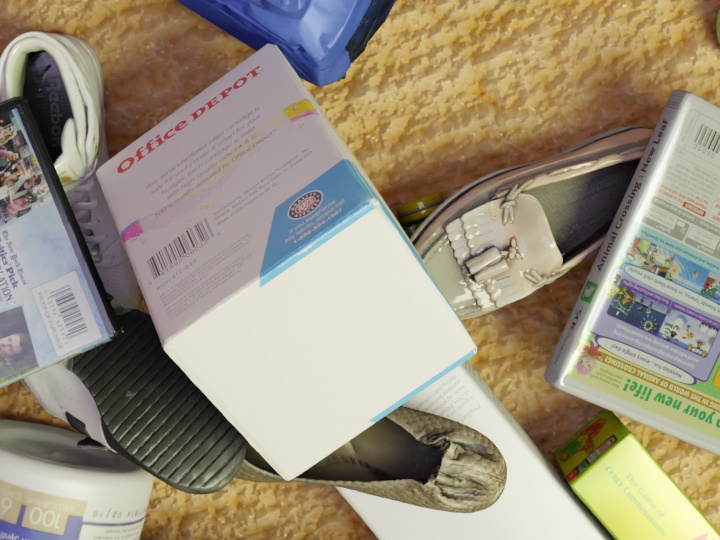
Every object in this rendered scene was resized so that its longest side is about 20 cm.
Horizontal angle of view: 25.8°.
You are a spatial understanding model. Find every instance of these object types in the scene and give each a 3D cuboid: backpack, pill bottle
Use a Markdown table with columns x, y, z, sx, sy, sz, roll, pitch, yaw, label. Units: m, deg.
| x | y | z | sx | sy | sz | roll | pitch | yaw | label |
| --- | --- | --- | --- | --- | --- | --- | --- | --- | --- |
| -0.023 | -0.229 | 0.885 | 0.162 | 0.168 | 0.201 | 33 | 87 | -1 | backpack |
| -0.203 | 0.200 | 0.928 | 0.119 | 0.120 | 0.201 | 14 | 93 | 1 | pill bottle |

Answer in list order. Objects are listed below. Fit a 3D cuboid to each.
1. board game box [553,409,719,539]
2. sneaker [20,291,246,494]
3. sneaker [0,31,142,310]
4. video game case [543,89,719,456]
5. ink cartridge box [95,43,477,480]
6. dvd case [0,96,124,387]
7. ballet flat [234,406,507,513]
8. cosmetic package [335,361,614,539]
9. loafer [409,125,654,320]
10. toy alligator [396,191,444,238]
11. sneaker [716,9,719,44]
| x | y | z | sx | sy | sz | roll | pitch | yaw | label |
| --- | --- | --- | --- | --- | --- | --- | --- | --- | --- |
| 0.201 | 0.178 | 0.932 | 0.048 | 0.102 | 0.200 | -41 | 91 | 4 | board game box |
| -0.143 | 0.064 | 0.902 | 0.200 | 0.089 | 0.074 | 39 | 62 | 19 | sneaker |
| -0.178 | -0.042 | 0.925 | 0.073 | 0.116 | 0.201 | -10 | 94 | 0 | sneaker |
| 0.226 | 0.016 | 0.926 | 0.199 | 0.022 | 0.183 | 23 | 93 | -24 | video game case |
| -0.047 | -0.015 | 0.862 | 0.128 | 0.200 | 0.125 | -34 | 129 | 4 | ink cartridge box |
| -0.247 | 0.008 | 0.853 | 0.199 | 0.018 | 0.143 | -23 | 85 | 0 | dvd case |
| -0.015 | 0.095 | 0.874 | 0.199 | 0.046 | 0.068 | 12 | 83 | 21 | ballet flat |
| 0.065 | 0.139 | 0.942 | 0.107 | 0.085 | 0.200 | -38 | 92 | 4 | cosmetic package |
| 0.110 | -0.031 | 0.912 | 0.199 | 0.063 | 0.072 | -29 | 103 | -18 | loafer |
| 0.000 | 0.000 | 0.951 | 0.199 | 0.054 | 0.060 | -19 | 92 | 2 | toy alligator |
| 0.307 | -0.118 | 0.922 | 0.199 | 0.084 | 0.077 | 16 | 94 | 1 | sneaker |
